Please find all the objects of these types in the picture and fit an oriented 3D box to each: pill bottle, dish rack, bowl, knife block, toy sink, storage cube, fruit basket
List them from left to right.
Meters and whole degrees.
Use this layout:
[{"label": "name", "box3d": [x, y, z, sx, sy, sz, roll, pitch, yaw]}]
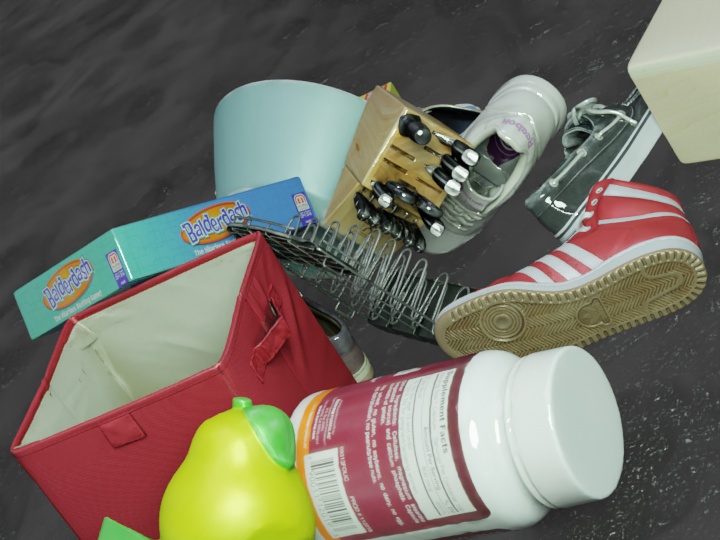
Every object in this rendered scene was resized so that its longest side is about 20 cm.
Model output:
[{"label": "storage cube", "box3d": [-0.110, 0.114, 1.198, 0.199, 0.180, 0.171, -23, 27, 19]}, {"label": "fruit basket", "box3d": [-0.076, 0.193, 1.042, 0.215, 0.155, 0.216, -33, 34, 25]}, {"label": "bowl", "box3d": [-0.046, -0.066, 1.466, 0.200, 0.201, 0.106, -10, 53, 40]}, {"label": "dish rack", "box3d": [0.000, 0.000, 1.267, 0.153, 0.200, 0.055, 10, 72, 55]}, {"label": "knife block", "box3d": [0.046, -0.096, 1.292, 0.176, 0.064, 0.201, -44, 21, 50]}, {"label": "pill bottle", "box3d": [0.059, 0.115, 1.076, 0.199, 0.114, 0.114, -16, 30, 32]}, {"label": "toy sink", "box3d": [0.320, -0.192, 1.324, 0.130, 0.112, 0.200, -8, 40, 42]}]

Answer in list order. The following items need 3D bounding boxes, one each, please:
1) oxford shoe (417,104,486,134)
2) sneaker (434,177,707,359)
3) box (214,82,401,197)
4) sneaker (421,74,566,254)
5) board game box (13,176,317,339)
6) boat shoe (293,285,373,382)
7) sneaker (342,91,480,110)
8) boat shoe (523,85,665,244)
[{"label": "oxford shoe", "box3d": [0.049, -0.123, 1.492, 0.199, 0.074, 0.071, 1, 67, 26]}, {"label": "sneaker", "box3d": [0.150, 0.000, 1.225, 0.199, 0.071, 0.113, -17, 32, 15]}, {"label": "box", "box3d": [-0.046, -0.114, 1.682, 0.199, 0.050, 0.075, -23, 26, 20]}, {"label": "sneaker", "box3d": [0.085, -0.073, 1.350, 0.200, 0.075, 0.100, -54, 0, 44]}, {"label": "board game box", "box3d": [-0.154, -0.011, 1.338, 0.199, 0.045, 0.152, -20, -5, -46]}, {"label": "boat shoe", "box3d": [-0.070, 0.041, 1.361, 0.072, 0.065, 0.199, -31, 39, -31]}, {"label": "sneaker", "box3d": [0.012, -0.130, 1.577, 0.199, 0.105, 0.076, -24, 27, 19]}, {"label": "boat shoe", "box3d": [0.192, -0.104, 1.346, 0.200, 0.068, 0.074, -53, 2, -28]}]
